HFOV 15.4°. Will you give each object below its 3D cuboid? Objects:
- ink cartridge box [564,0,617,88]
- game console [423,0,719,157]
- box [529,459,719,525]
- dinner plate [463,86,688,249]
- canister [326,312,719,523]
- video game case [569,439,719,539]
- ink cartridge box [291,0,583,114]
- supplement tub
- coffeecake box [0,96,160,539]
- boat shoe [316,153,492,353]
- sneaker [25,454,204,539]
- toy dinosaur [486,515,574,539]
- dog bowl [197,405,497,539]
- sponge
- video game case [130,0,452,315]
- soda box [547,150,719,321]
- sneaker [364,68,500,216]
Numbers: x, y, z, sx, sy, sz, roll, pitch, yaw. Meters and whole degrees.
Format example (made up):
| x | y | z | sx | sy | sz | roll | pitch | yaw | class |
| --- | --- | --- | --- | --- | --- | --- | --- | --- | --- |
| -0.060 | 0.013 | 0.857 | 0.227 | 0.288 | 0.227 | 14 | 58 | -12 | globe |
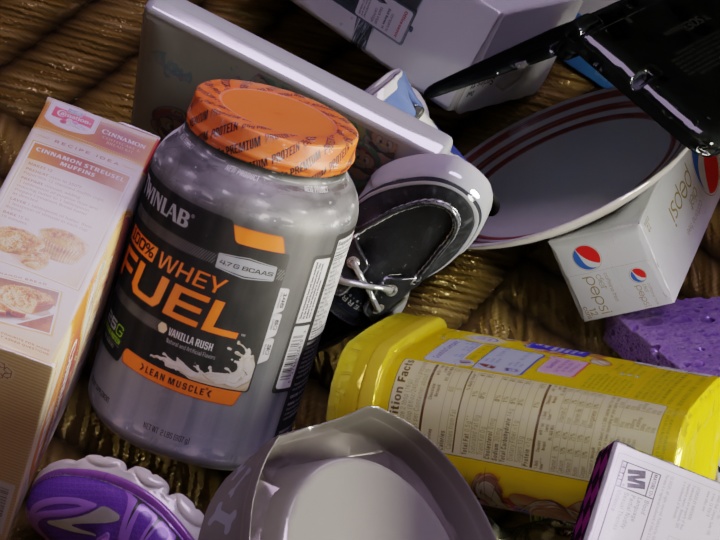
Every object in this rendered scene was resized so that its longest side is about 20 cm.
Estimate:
| x | y | z | sx | sy | sz | roll | pitch | yaw | class |
| --- | --- | --- | --- | --- | --- | --- | --- | --- | --- |
| 0.229 | -0.236 | 1.884 | 0.085 | 0.200 | 0.144 | 35 | 45 | 17 | ink cartridge box |
| 0.172 | -0.119 | 1.699 | 0.176 | 0.116 | 0.200 | 42 | 33 | 13 | game console |
| 0.202 | 0.136 | 1.611 | 0.199 | 0.035 | 0.110 | 11 | 43 | -9 | box |
| 0.132 | -0.063 | 1.723 | 0.200 | 0.024 | 0.200 | -21 | 24 | 10 | dinner plate |
| 0.097 | 0.088 | 1.512 | 0.199 | 0.087 | 0.149 | 10 | 12 | 17 | canister |
| 0.180 | 0.213 | 1.379 | 0.181 | 0.036 | 0.200 | 21 | 72 | -6 | video game case |
| 0.035 | -0.202 | 1.835 | 0.200 | 0.083 | 0.147 | 37 | 25 | 17 | ink cartridge box |
| -0.074 | 0.001 | 1.509 | 0.122 | 0.200 | 0.123 | 15 | 19 | -5 | supplement tub |
| -0.188 | 0.027 | 1.489 | 0.073 | 0.154 | 0.200 | 20 | 42 | -1 | coffeecake box |
| 0.000 | 0.000 | 1.566 | 0.072 | 0.200 | 0.068 | 40 | 45 | -21 | boat shoe |
| -0.107 | 0.176 | 1.424 | 0.200 | 0.081 | 0.083 | 37 | 51 | 17 | sneaker |
| 0.028 | 0.159 | 1.518 | 0.199 | 0.048 | 0.088 | 13 | 41 | 1 | toy dinosaur |
| -0.005 | 0.172 | 1.391 | 0.200 | 0.059 | 0.201 | 27 | 51 | -38 | dog bowl |
| 0.246 | 0.071 | 1.648 | 0.111 | 0.030 | 0.200 | -3 | 26 | -24 | sponge |
| -0.049 | -0.067 | 1.619 | 0.200 | 0.182 | 0.024 | 28 | 57 | 9 | video game case |
| 0.189 | -0.050 | 1.747 | 0.068 | 0.064 | 0.200 | -13 | 27 | 29 | soda box |
| 0.026 | -0.061 | 1.688 | 0.115 | 0.080 | 0.199 | 55 | 1 | -5 | sneaker |
